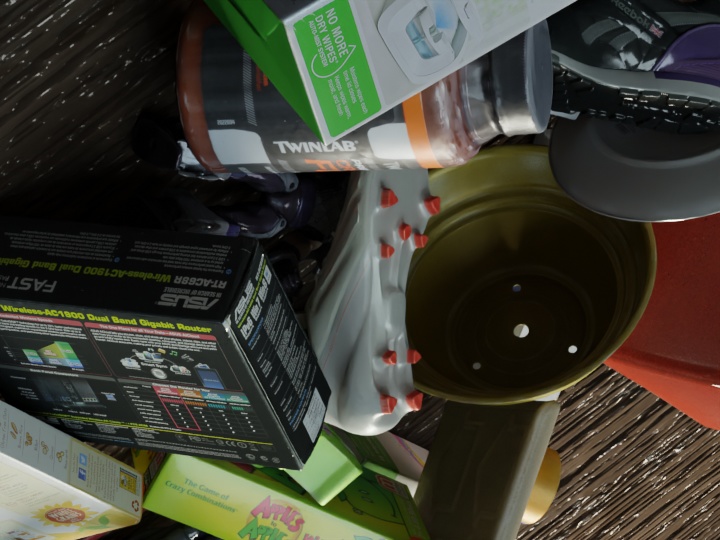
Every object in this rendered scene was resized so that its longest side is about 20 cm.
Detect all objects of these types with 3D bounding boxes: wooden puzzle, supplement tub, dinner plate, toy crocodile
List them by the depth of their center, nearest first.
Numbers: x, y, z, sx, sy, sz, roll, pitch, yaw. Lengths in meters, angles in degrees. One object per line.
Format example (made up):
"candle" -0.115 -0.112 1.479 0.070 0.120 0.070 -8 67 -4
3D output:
"supplement tub" 0.004 -0.108 1.146 0.199 0.107 0.107 -1 140 17
"toy crocodile" -0.075 0.064 1.302 0.067 0.062 0.200 -36 95 11
"dinner plate" 0.214 -0.105 1.320 0.200 0.200 0.024 -33 126 -7
"wooden puzzle" 0.075 0.178 1.380 0.046 0.200 0.186 23 80 -14

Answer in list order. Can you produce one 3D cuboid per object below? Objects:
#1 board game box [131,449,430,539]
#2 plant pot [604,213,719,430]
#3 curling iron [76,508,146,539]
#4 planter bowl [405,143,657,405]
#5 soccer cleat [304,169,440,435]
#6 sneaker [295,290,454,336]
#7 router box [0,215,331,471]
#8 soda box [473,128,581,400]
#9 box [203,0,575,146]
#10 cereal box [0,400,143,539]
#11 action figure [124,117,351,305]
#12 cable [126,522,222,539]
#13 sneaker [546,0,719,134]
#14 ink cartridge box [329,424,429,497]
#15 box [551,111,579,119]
"board game box" -0.052 0.150 1.366 0.199 0.102 0.048 25 106 -20
"plant pot" 0.317 0.025 1.479 0.200 0.176 0.201 30 84 -47
"curling iron" -0.144 0.148 1.407 0.199 0.026 0.050 -26 148 -14
"planter bowl" 0.100 0.021 1.348 0.200 0.201 0.084 -33 143 -7
"soccer cleat" 0.000 0.000 1.264 0.069 0.077 0.201 7 86 -53
"sneaker" 0.013 0.059 1.397 0.199 0.090 0.067 -17 134 -23
"router box" -0.133 0.042 1.210 0.150 0.199 0.062 66 36 -48
"soda box" 0.132 -0.001 1.451 0.068 0.063 0.201 -4 128 -35
"box" -0.002 -0.194 1.084 0.176 0.200 0.097 -31 139 -11
"cereal box" -0.248 0.122 1.252 0.143 0.040 0.200 -16 148 28
"action figure" -0.052 -0.043 1.277 0.199 0.069 0.131 2 107 -43
"cable" -0.137 0.206 1.378 0.200 0.163 0.051 -18 95 -46
"sneaker" 0.135 -0.145 1.246 0.199 0.088 0.076 11 164 -21
"ink cartridge box" 0.015 0.188 1.529 0.117 0.067 0.200 -50 137 11
"box" 0.076 -0.170 1.265 0.199 0.060 0.117 11 118 -41
